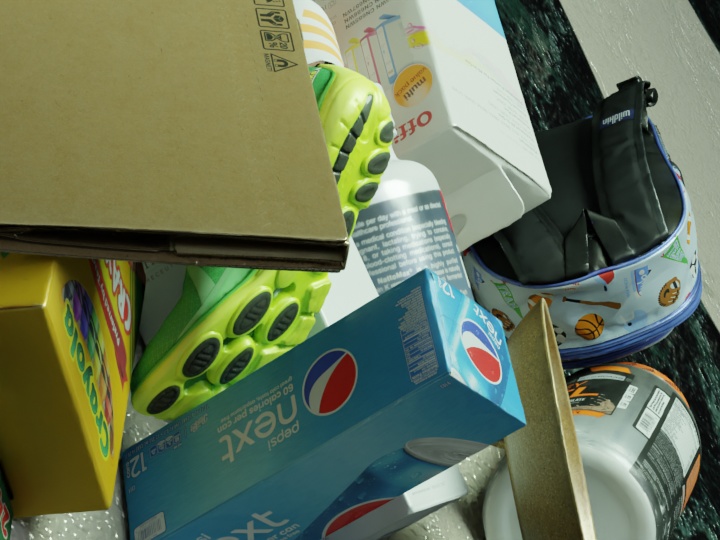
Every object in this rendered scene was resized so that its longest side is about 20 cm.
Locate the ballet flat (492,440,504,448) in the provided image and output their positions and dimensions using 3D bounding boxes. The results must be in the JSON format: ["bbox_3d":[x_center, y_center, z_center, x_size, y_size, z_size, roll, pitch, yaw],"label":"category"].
[{"bbox_3d":[0.026,0.054,1.303,0.199,0.063,0.069,37,71,-11],"label":"ballet flat"}]

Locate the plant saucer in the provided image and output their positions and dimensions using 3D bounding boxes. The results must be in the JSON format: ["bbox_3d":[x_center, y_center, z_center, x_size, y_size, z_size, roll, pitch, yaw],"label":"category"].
[{"bbox_3d":[0.106,0.118,1.164,0.200,0.035,0.202,-11,90,-83],"label":"plant saucer"}]

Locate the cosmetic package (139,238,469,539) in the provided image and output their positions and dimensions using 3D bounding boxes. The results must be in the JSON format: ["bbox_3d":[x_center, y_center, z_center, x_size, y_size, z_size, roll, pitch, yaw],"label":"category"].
[{"bbox_3d":[-0.039,0.057,1.115,0.201,0.112,0.081,63,24,10],"label":"cosmetic package"}]

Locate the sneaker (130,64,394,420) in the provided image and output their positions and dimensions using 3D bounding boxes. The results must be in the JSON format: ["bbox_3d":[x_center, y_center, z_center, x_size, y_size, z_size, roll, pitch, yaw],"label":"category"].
[{"bbox_3d":[-0.057,-0.014,1.044,0.083,0.201,0.074,30,-2,38],"label":"sneaker"}]

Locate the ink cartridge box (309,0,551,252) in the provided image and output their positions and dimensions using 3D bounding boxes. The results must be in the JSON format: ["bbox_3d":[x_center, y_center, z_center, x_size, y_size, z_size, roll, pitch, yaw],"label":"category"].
[{"bbox_3d":[0.032,-0.103,1.410,0.125,0.128,0.201,30,37,-47],"label":"ink cartridge box"}]

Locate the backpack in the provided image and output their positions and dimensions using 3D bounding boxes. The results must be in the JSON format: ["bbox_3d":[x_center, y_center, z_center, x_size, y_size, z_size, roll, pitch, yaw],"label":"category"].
[{"bbox_3d":[0.152,-0.017,1.473,0.191,0.198,0.155,-105,173,-61],"label":"backpack"}]

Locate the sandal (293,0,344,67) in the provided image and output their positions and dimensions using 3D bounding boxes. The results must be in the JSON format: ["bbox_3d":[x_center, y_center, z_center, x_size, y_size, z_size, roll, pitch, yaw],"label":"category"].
[{"bbox_3d":[-0.038,-0.104,1.327,0.080,0.059,0.208,98,-3,-48],"label":"sandal"}]

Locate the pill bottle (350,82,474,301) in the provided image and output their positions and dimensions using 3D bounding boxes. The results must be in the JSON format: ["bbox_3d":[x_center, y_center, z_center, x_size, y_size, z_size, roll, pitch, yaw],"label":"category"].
[{"bbox_3d":[0.000,0.000,1.204,0.119,0.119,0.202,-11,83,-65],"label":"pill bottle"}]

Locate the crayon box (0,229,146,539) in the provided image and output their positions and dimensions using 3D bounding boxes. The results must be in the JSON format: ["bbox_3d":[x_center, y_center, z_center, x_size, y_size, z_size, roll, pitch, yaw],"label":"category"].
[{"bbox_3d":[-0.144,0.022,0.959,0.201,0.050,0.128,-87,170,-49],"label":"crayon box"}]

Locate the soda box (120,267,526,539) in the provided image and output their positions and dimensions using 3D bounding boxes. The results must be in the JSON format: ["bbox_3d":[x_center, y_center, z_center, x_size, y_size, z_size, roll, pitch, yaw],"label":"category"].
[{"bbox_3d":[-0.021,0.083,1.008,0.068,0.199,0.065,33,35,-44],"label":"soda box"}]

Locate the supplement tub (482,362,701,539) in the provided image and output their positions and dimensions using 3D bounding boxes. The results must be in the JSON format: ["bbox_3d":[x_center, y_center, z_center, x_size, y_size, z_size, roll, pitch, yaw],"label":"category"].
[{"bbox_3d":[0.163,0.138,1.403,0.123,0.122,0.200,58,23,-3],"label":"supplement tub"}]

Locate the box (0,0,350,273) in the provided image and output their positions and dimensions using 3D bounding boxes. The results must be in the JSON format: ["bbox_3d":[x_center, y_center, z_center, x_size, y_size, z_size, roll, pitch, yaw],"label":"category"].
[{"bbox_3d":[-0.098,-0.077,0.966,0.162,0.021,0.201,3,42,-15],"label":"box"}]
